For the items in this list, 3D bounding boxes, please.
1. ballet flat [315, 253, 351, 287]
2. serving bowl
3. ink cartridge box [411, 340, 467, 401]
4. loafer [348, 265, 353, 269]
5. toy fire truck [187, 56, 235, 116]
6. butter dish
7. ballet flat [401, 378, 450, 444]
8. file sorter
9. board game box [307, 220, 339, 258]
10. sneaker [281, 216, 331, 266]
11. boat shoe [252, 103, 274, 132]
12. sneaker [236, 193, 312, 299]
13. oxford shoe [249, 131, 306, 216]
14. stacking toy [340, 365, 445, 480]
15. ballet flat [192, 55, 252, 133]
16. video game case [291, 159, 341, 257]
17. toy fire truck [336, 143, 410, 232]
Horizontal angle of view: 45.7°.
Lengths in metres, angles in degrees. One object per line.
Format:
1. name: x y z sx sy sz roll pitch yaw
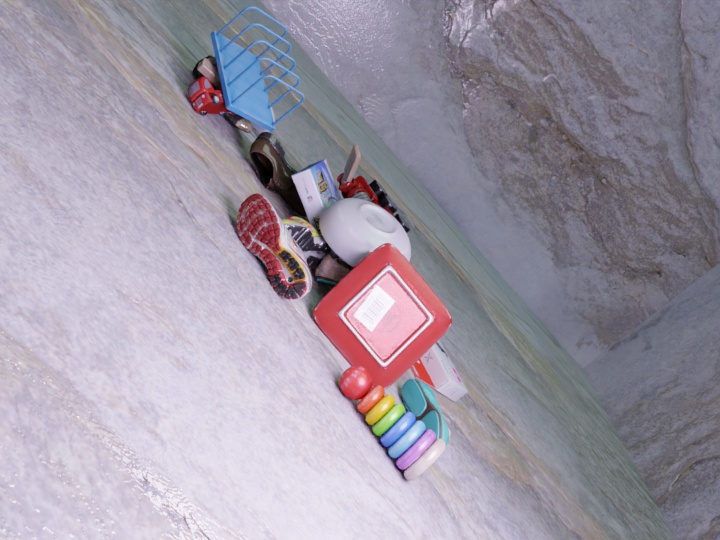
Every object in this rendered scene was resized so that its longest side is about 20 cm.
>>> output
1. ballet flat: 0.011 0.017 1.652 0.196 0.069 0.068 20 -12 -7
2. serving bowl: 0.020 -0.076 1.657 0.197 0.066 0.202 24 32 -16
3. ink cartridge box: 0.143 0.178 1.895 0.173 0.043 0.202 38 19 -48
4. loafer: 0.000 0.000 1.848 0.070 0.075 0.200 45 5 -4
5. toy fire truck: -0.303 -0.399 1.806 0.199 0.048 0.143 -16 77 -61
6. butter dish: 0.031 0.082 1.564 0.200 0.200 0.148 49 -9 -8
7. ballet flat: 0.130 0.275 1.546 0.070 0.067 0.201 33 20 -29
8. file sorter: -0.213 -0.428 1.801 0.138 0.122 0.203 19 48 -50
9. board game box: -0.084 -0.054 1.810 0.103 0.019 0.200 50 14 -10
10. sneaker: -0.129 -0.064 1.603 0.090 0.078 0.200 47 6 21
11. boat shoe: -0.256 -0.402 2.061 0.201 0.070 0.066 50 14 27
12. sneaker: -0.148 -0.039 1.476 0.203 0.077 0.082 63 12 8
13. oxford shoe: -0.171 -0.185 1.799 0.201 0.072 0.085 52 40 -19
14. stacking toy: 0.044 0.234 1.371 0.201 0.085 0.085 49 14 7
15. ballet flat: -0.300 -0.388 1.886 0.201 0.057 0.066 53 15 7
16. video game case: -0.074 -0.132 1.787 0.200 0.045 0.184 -61 130 -75
17. toy fire truck: 0.011 -0.154 1.819 0.199 0.128 0.177 36 19 -52
